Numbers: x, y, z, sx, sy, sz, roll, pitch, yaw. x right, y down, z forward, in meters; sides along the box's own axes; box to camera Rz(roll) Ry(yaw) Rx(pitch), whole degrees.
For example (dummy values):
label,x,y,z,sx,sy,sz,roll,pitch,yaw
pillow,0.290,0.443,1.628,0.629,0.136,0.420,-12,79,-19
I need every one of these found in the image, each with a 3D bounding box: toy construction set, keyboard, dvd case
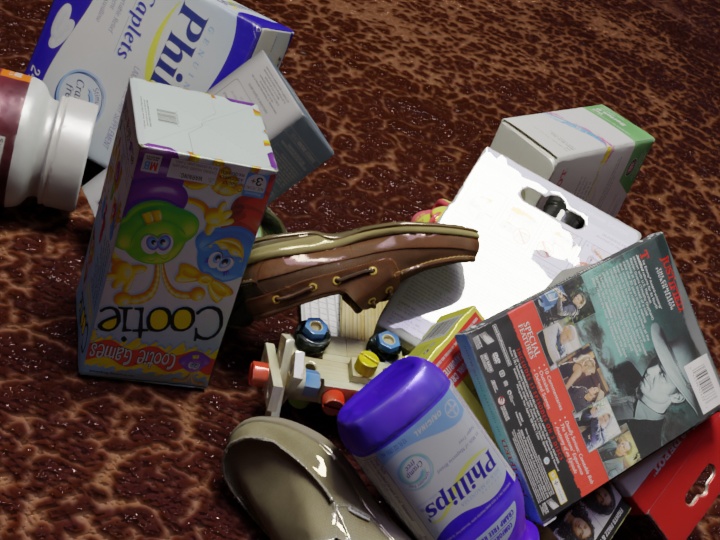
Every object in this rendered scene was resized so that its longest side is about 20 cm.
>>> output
label,x,y,z,sx,sy,sz,roll,pitch,yaw
toy construction set,-0.003,0.099,0.897,0.199,0.092,0.132,23,37,-24
keyboard,-0.029,0.034,1.060,0.056,0.011,0.201,14,32,-14
dvd case,0.175,0.074,0.859,0.199,0.022,0.147,-25,94,-26

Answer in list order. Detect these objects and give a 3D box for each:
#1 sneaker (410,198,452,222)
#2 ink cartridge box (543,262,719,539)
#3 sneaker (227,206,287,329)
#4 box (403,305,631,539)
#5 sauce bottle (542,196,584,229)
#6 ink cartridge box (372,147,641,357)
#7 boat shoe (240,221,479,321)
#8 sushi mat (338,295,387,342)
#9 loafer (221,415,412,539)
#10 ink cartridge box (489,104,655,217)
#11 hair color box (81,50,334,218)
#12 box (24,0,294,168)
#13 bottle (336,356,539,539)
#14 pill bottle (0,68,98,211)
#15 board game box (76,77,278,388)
label,x,y,z,sx,sy,sz,roll,pitch,yaw
sneaker,0.081,-0.017,1.135,0.090,0.078,0.200,37,20,-1
ink cartridge box,0.201,0.107,0.918,0.116,0.067,0.201,-43,103,-26
sneaker,-0.084,-0.006,1.031,0.088,0.077,0.201,34,24,-21
box,0.111,0.127,0.863,0.075,0.050,0.201,-44,100,-32
sauce bottle,0.142,0.016,1.052,0.064,0.065,0.201,31,68,14
ink cartridge box,0.124,0.014,0.995,0.161,0.050,0.201,30,64,8
boat shoe,0.000,0.000,0.937,0.198,0.068,0.072,-7,-3,-10
sushi mat,0.024,0.050,1.059,0.095,0.012,0.201,23,31,-14
loafer,-0.026,0.174,0.783,0.199,0.076,0.068,38,28,23
ink cartridge box,0.212,-0.093,1.278,0.087,0.146,0.199,39,35,28
hair color box,-0.131,-0.084,0.996,0.061,0.199,0.099,49,7,-49
box,-0.195,-0.186,1.104,0.199,0.185,0.105,27,12,8
bottle,0.067,0.157,0.798,0.201,0.083,0.065,56,-15,-12
pill bottle,-0.332,-0.120,0.999,0.198,0.115,0.115,13,32,-15
board game box,-0.144,-0.024,0.888,0.102,0.201,0.105,9,32,-21
